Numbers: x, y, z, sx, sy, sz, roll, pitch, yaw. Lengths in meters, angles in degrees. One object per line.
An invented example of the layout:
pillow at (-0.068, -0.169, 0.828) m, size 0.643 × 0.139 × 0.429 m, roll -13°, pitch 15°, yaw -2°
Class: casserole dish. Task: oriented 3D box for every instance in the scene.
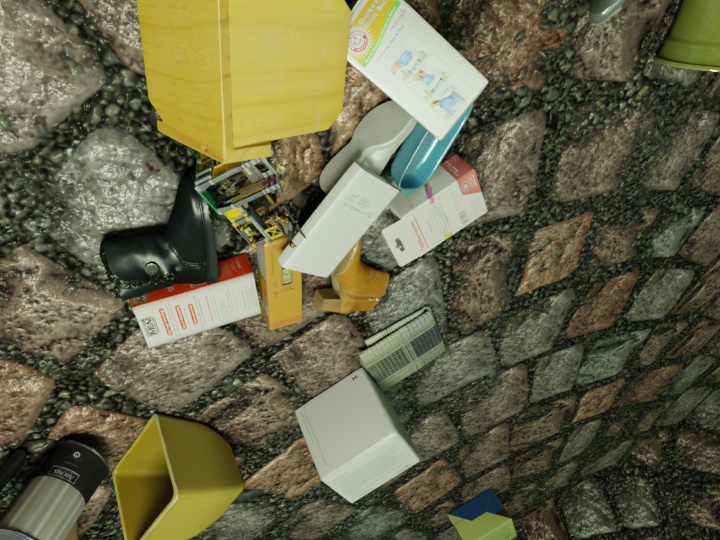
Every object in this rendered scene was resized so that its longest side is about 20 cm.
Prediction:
casserole dish at (0.114, -0.219, 0.936) m, size 0.121 × 0.039 × 0.201 m, roll -16°, pitch 143°, yaw -57°

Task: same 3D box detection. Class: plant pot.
plant pot at (0.635, -0.452, 0.964) m, size 0.199 × 0.200 × 0.185 m, roll -11°, pitch 120°, yaw -21°
plant pot at (-0.364, 0.441, 1.165) m, size 0.199 × 0.195 × 0.196 m, roll 21°, pitch 115°, yaw -45°

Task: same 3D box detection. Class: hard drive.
hard drive at (-0.034, -0.077, 0.922) m, size 0.200 × 0.027 × 0.132 m, roll -50°, pitch 152°, yaw 14°

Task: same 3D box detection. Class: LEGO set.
LEGO set at (-0.145, -0.134, 0.809) m, size 0.115 × 0.154 × 0.200 m, roll -21°, pitch 130°, yaw 13°

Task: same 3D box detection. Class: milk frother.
milk frother at (-0.590, 0.447, 1.036) m, size 0.179 × 0.189 × 0.201 m, roll 10°, pitch 124°, yaw 5°

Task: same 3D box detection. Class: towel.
towel at (0.098, 0.186, 1.316) m, size 0.199 × 0.035 × 0.193 m, roll -32°, pitch 139°, yaw -4°

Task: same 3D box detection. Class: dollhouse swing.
dollhouse swing at (-0.138, -0.264, 0.687) m, size 0.176 × 0.181 × 0.201 m, roll -36°, pitch 144°, yaw -42°

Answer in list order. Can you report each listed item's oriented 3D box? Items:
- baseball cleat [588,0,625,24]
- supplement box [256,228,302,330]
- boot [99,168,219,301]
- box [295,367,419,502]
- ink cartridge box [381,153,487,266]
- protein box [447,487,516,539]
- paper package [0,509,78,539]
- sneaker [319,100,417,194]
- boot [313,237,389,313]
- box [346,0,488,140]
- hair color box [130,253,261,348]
baseball cleat at (0.402, -0.498, 0.872) m, size 0.106 × 0.070 × 0.201 m, roll 18°, pitch 108°, yaw -31°
supplement box at (-0.144, 0.009, 0.996) m, size 0.066 × 0.069 × 0.201 m, roll -13°, pitch 134°, yaw -20°
boot at (-0.307, -0.049, 0.845) m, size 0.167 × 0.077 × 0.201 m, roll -10°, pitch 127°, yaw -18°
box at (-0.007, 0.382, 1.299) m, size 0.199 × 0.199 × 0.172 m, roll -32°, pitch 136°, yaw 0°
ink cartridge box at (0.127, -0.109, 1.044) m, size 0.199 × 0.068 × 0.117 m, roll -34°, pitch 136°, yaw -2°
protein box at (0.461, 0.961, 2.112) m, size 0.198 × 0.135 × 0.201 m, roll -30°, pitch 135°, yaw -4°
paper package at (-0.705, 0.584, 1.153) m, size 0.199 × 0.104 × 0.191 m, roll 12°, pitch 119°, yaw -35°
sneaker at (0.024, -0.193, 0.923) m, size 0.200 × 0.075 × 0.088 m, roll -42°, pitch 149°, yaw 16°
boot at (0.000, 0.001, 1.077) m, size 0.143 × 0.071 × 0.202 m, roll -1°, pitch 130°, yaw -37°
box at (0.060, -0.291, 0.772) m, size 0.199 × 0.113 × 0.101 m, roll 35°, pitch 107°, yaw -21°
hair color box at (-0.279, 0.051, 0.959) m, size 0.199 × 0.061 × 0.102 m, roll -17°, pitch 134°, yaw -17°
